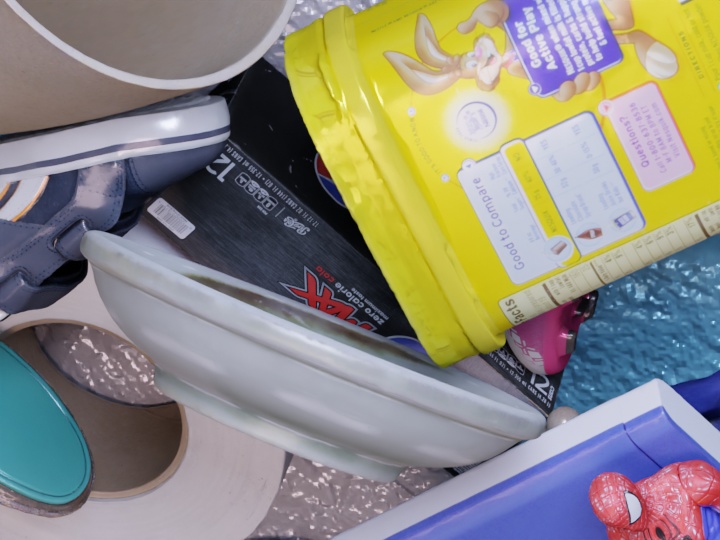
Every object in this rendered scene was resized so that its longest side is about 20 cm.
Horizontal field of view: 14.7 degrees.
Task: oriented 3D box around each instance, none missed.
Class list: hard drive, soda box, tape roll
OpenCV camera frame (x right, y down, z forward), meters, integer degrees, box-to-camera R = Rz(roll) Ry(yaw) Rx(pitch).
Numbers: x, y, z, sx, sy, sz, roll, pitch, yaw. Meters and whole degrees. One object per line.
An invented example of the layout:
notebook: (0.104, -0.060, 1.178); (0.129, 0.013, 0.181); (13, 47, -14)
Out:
hard drive: (0.079, 0.126, 1.225); (0.199, 0.025, 0.132); (-28, 136, 23)
soda box: (0.000, 0.000, 1.237); (0.200, 0.071, 0.063); (41, 125, -14)
tape roll: (-0.122, 0.046, 1.308); (0.201, 0.071, 0.203); (8, 127, 11)

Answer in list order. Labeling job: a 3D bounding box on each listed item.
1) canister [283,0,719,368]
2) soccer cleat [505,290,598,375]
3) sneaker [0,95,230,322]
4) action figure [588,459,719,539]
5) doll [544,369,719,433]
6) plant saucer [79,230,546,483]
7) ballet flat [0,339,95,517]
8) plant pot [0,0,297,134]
canister: (0.091, -0.067, 1.088); (0.199, 0.087, 0.149); (-24, 115, 10)
soccer cleat: (0.060, -0.050, 1.189); (0.086, 0.070, 0.201); (7, 120, 16)
sneaker: (-0.136, -0.022, 1.184); (0.199, 0.078, 0.080); (-11, 96, 28)
action figure: (0.167, 0.127, 1.186); (0.199, 0.052, 0.065); (29, 132, -33)
doll: (0.123, 0.082, 1.240); (0.199, 0.049, 0.136); (-30, 153, 24)
plant saucer: (-0.025, 0.042, 1.111); (0.199, 0.200, 0.051); (22, 92, 1)
ballet flat: (-0.207, 0.045, 1.259); (0.200, 0.068, 0.067); (42, 145, -7)
plant pot: (-0.156, -0.132, 1.141); (0.199, 0.188, 0.187); (-22, 117, 44)
